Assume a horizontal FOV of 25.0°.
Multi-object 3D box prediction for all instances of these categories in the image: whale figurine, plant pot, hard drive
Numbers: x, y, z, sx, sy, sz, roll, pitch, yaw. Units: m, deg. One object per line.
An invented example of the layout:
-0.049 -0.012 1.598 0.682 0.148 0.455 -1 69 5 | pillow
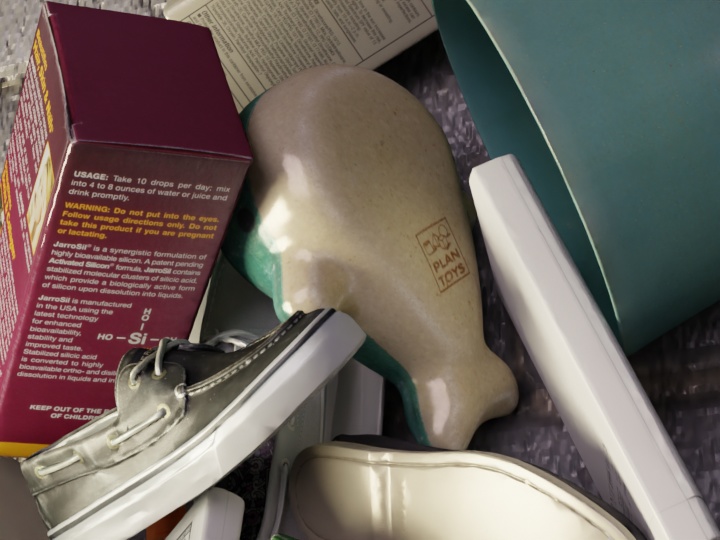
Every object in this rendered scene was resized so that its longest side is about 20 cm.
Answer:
0.000 0.000 0.806 0.104 0.159 0.200 -25 96 39 | whale figurine
0.146 -0.082 0.749 0.161 0.201 0.201 -25 60 -1 | plant pot
0.107 0.059 0.738 0.027 0.132 0.200 -24 60 -1 | hard drive

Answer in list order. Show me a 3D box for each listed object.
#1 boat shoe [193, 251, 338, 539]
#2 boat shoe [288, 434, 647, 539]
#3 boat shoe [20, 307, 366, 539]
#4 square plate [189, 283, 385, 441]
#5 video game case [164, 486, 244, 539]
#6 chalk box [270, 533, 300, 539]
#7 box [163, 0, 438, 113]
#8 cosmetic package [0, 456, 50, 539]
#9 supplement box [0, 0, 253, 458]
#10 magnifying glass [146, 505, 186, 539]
-0.057 0.064 0.819 0.072 0.069 0.200 -6 68 22 | boat shoe
0.056 0.109 0.728 0.200 0.063 0.073 8 100 44 | boat shoe
-0.087 0.066 0.739 0.200 0.072 0.071 -37 90 25 | boat shoe
-0.067 0.018 0.899 0.198 0.028 0.200 -2 68 25 | square plate
-0.113 0.223 0.742 0.200 0.023 0.182 -51 23 40 | video game case
0.042 0.216 0.709 0.200 0.124 0.124 18 78 30 | chalk box
0.000 -0.167 0.892 0.200 0.095 0.078 -30 20 10 | box
-0.227 0.178 0.774 0.103 0.087 0.200 -35 24 30 | cosmetic package
-0.128 -0.014 0.791 0.110 0.086 0.200 -110 34 -45 | supplement box
-0.105 0.044 0.856 0.080 0.022 0.200 140 129 -59 | magnifying glass
